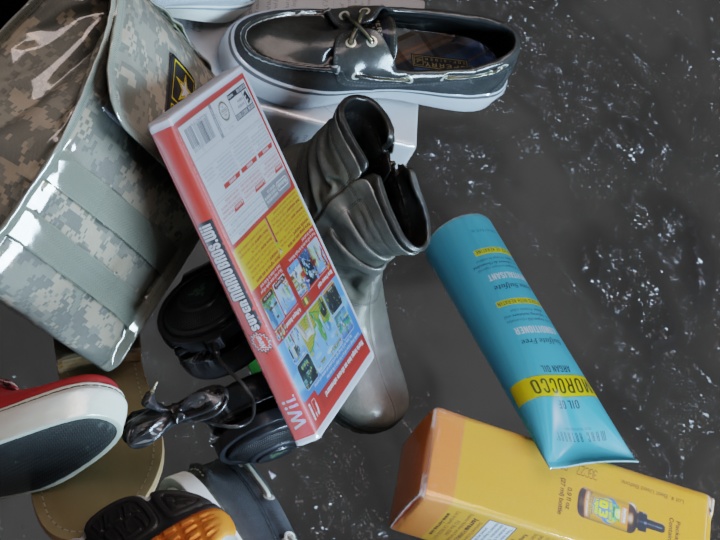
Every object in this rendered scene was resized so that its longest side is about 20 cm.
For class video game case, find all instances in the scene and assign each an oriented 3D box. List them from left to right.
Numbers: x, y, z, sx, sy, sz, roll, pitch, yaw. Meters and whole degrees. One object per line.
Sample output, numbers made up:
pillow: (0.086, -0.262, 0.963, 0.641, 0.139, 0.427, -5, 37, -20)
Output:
video game case: (-0.054, -0.013, 1.236, 0.201, 0.017, 0.143, 65, 19, -10)

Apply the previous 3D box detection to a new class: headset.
headset: (-0.085, 0.064, 1.248, 0.093, 0.200, 0.124, -25, 96, 6)

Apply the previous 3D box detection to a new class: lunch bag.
lunch bag: (-0.160, -0.067, 1.237, 0.117, 0.164, 0.201, 29, 81, 31)

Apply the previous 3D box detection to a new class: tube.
tube: (0.106, 0.051, 1.380, 0.077, 0.051, 0.201, -3, 48, -33)

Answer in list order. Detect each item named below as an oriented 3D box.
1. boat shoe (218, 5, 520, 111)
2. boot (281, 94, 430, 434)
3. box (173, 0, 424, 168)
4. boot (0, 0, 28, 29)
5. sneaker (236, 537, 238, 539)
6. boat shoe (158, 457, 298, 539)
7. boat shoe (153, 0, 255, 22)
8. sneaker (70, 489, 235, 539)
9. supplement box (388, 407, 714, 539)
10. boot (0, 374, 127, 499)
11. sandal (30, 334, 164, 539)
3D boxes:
boat shoe: (0.008, -0.145, 1.360, 0.198, 0.057, 0.069, 2, 62, -21)
boot: (0.000, 0.000, 1.328, 0.067, 0.130, 0.201, -21, 88, -37)
box: (-0.067, -0.131, 1.417, 0.198, 0.098, 0.125, 14, 58, -14)
boot: (-0.257, -0.085, 1.276, 0.073, 0.154, 0.203, 39, 52, 10)
sneaker: (-0.081, 0.220, 1.199, 0.072, 0.114, 0.201, -25, 74, -32)
boat shoe: (-0.044, 0.192, 1.251, 0.060, 0.076, 0.201, -23, 70, -33)
boat shoe: (-0.127, -0.195, 1.290, 0.200, 0.072, 0.070, -7, 60, -49)
sneaker: (-0.138, 0.200, 1.162, 0.092, 0.200, 0.076, 41, 17, -40)
supplement box: (0.123, 0.155, 1.347, 0.198, 0.069, 0.067, 18, 57, -9)
boot: (-0.224, 0.059, 1.204, 0.072, 0.199, 0.145, 40, 37, -51)
sandal: (-0.155, 0.108, 1.267, 0.077, 0.070, 0.213, -3, 39, -4)
